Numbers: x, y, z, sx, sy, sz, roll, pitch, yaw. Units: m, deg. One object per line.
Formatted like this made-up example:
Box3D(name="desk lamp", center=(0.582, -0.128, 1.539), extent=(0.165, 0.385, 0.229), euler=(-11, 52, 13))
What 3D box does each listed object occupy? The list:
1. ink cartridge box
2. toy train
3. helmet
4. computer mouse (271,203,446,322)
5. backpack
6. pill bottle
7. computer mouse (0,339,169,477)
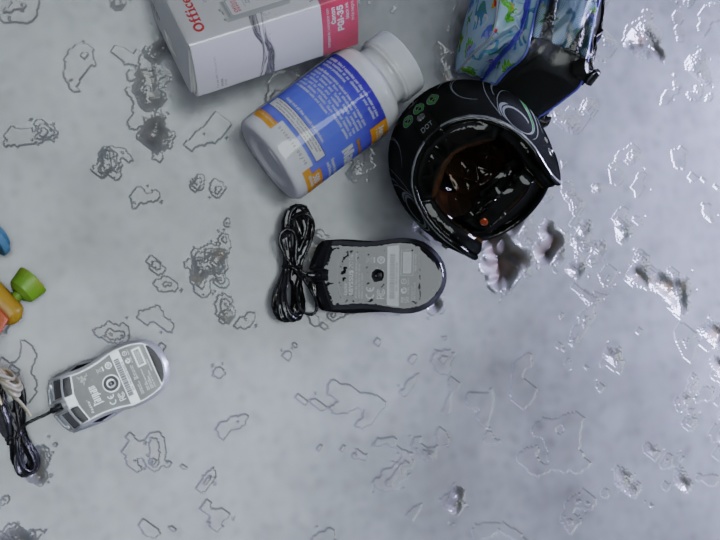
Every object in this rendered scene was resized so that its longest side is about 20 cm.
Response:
Box3D(name="ink cartridge box", center=(-0.120, -0.295, 1.467), extent=(0.199, 0.083, 0.147), euler=(-20, 57, -14))
Box3D(name="toy train", center=(-0.385, 0.047, 1.428), extent=(0.200, 0.085, 0.116), euler=(48, 65, -8))
Box3D(name="helmet", center=(0.127, -0.119, 1.497), extent=(0.198, 0.191, 0.201), euler=(0, 107, 0))
Box3D(name="computer mouse", center=(0.000, 0.000, 1.538), extent=(0.198, 0.053, 0.140), euler=(6, 85, -3))
Box3D(name="backpack", center=(0.203, -0.299, 1.529), extent=(0.146, 0.183, 0.201), euler=(22, 71, -9))
Box3D(name="pill bottle", center=(-0.027, -0.182, 1.502), extent=(0.200, 0.112, 0.112), euler=(-38, 97, -12))
Box3D(name="computer mouse", center=(-0.304, 0.141, 1.460), extent=(0.199, 0.044, 0.110), euler=(-23, 89, -8))
